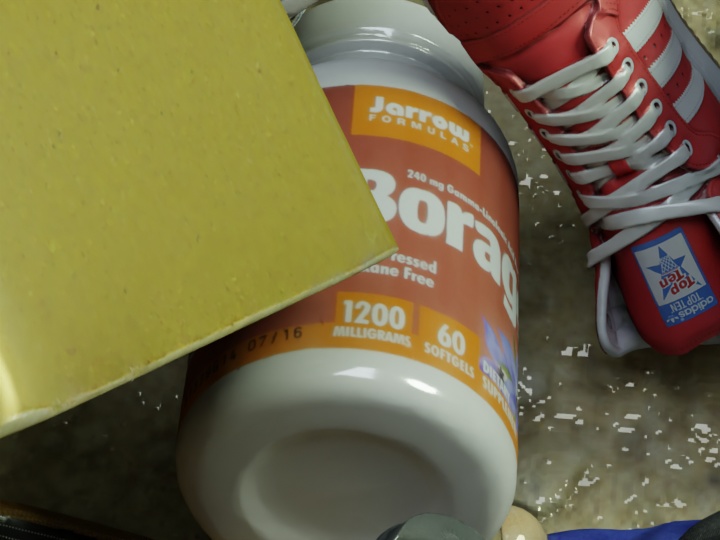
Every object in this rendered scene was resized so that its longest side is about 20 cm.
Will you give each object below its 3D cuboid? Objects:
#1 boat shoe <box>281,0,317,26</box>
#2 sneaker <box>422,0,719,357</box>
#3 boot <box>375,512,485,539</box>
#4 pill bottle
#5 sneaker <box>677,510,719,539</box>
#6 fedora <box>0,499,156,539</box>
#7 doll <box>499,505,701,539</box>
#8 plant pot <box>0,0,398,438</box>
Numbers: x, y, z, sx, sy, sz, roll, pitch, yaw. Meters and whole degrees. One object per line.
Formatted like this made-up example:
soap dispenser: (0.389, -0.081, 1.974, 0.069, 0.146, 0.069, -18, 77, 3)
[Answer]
boat shoe: (-0.050, -0.111, 0.804, 0.200, 0.072, 0.072, -45, 97, 6)
sneaker: (0.086, -0.042, 0.769, 0.071, 0.200, 0.113, -23, 55, 28)
boot: (-0.035, 0.178, 0.619, 0.200, 0.065, 0.166, -35, 45, 36)
pill bottle: (0.000, 0.000, 0.776, 0.111, 0.113, 0.201, 0, 46, 4)
sneaker: (0.181, 0.085, 0.600, 0.199, 0.073, 0.112, 16, 45, 40)
fedora: (-0.108, 0.119, 0.684, 0.199, 0.201, 0.083, 13, 88, 13)
doll: (0.145, 0.092, 0.716, 0.198, 0.049, 0.137, -10, 14, 6)
plant pot: (-0.142, -0.055, 0.637, 0.194, 0.202, 0.194, -17, 4, 34)
